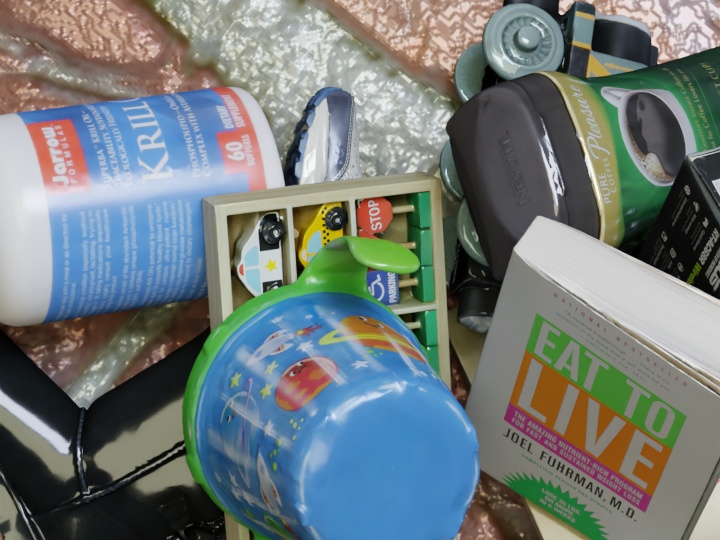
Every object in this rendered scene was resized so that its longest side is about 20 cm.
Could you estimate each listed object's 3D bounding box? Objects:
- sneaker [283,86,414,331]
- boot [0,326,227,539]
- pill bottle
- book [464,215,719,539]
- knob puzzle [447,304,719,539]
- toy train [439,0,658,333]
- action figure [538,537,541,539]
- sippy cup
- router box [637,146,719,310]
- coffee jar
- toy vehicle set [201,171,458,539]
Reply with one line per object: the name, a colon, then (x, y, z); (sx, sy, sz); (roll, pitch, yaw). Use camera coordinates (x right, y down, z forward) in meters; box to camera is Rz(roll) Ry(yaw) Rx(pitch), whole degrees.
sneaker: (0.000, 0.000, 1.303); (0.085, 0.077, 0.202); (-2, 93, -9)
boot: (-0.135, 0.075, 1.290); (0.162, 0.073, 0.199); (-26, 93, 1)
pill bottle: (-0.148, -0.031, 1.251); (0.199, 0.112, 0.113); (-9, 85, -21)
book: (0.121, 0.066, 1.181); (0.133, 0.200, 0.048); (31, 60, 13)
knob puzzle: (0.167, 0.065, 1.303); (0.218, 0.030, 0.221); (-1, 69, 2)
toy train: (0.104, -0.056, 1.289); (0.113, 0.085, 0.201); (13, 71, -11)
action figure: (0.161, 0.176, 1.292); (0.199, 0.052, 0.066); (7, 80, 5)
sippy cup: (-0.007, 0.085, 1.171); (0.139, 0.130, 0.179); (-29, 111, -12)
router box: (0.214, 0.000, 1.188); (0.149, 0.200, 0.062); (-18, 64, -18)
coffee jar: (0.144, -0.057, 1.216); (0.199, 0.085, 0.105); (-10, 76, -28)
toy vehicle set: (-0.014, 0.054, 1.247); (0.123, 0.026, 0.201); (-9, 105, -19)
